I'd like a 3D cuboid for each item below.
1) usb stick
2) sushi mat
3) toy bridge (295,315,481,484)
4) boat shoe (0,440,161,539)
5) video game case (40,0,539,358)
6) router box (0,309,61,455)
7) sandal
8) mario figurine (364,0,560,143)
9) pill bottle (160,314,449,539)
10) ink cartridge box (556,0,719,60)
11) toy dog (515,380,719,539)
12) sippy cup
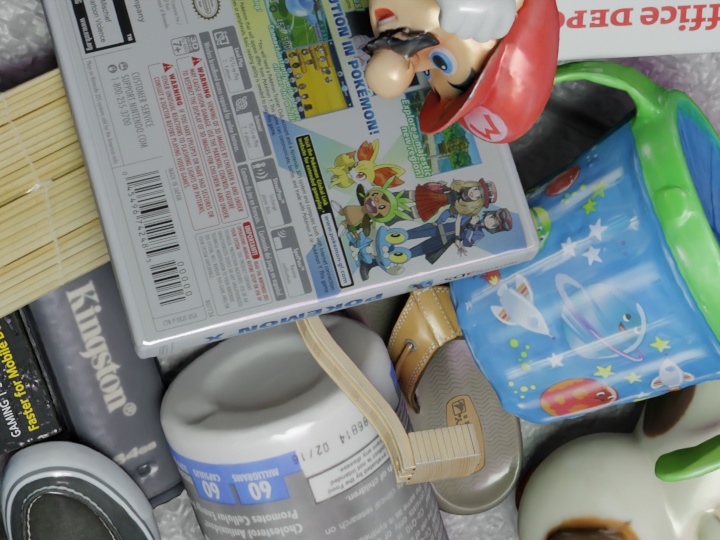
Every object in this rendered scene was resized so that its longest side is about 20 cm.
[{"bbox_3d":[-0.128,0.025,1.106,0.055,0.033,0.201,-29,118,-25],"label":"usb stick"},{"bbox_3d":[-0.145,-0.036,1.044,0.199,0.012,0.096,-30,116,-33],"label":"sushi mat"},{"bbox_3d":[0.000,0.000,1.072,0.067,0.027,0.201,-8,68,-14],"label":"toy bridge"},{"bbox_3d":[-0.120,0.167,1.132,0.068,0.057,0.201,-15,128,4],"label":"boat shoe"},{"bbox_3d":[-0.036,-0.077,1.034,0.181,0.022,0.201,-14,74,-10],"label":"video game case"},{"bbox_3d":[-0.236,0.007,1.058,0.148,0.051,0.201,-21,117,-7],"label":"router box"},{"bbox_3d":[0.038,0.040,1.151,0.081,0.055,0.201,-18,115,-9],"label":"sandal"},{"bbox_3d":[0.001,-0.128,0.977,0.106,0.124,0.200,-37,101,18],"label":"mario figurine"},{"bbox_3d":[-0.015,0.133,1.140,0.113,0.114,0.201,-22,115,-7],"label":"pill bottle"},{"bbox_3d":[0.115,-0.200,1.061,0.146,0.083,0.201,-5,113,-14],"label":"ink cartridge box"},{"bbox_3d":[0.172,0.100,1.169,0.200,0.140,0.194,-38,120,5],"label":"toy dog"},{"bbox_3d":[0.115,0.004,1.080,0.130,0.179,0.140,-24,156,18],"label":"sippy cup"}]
